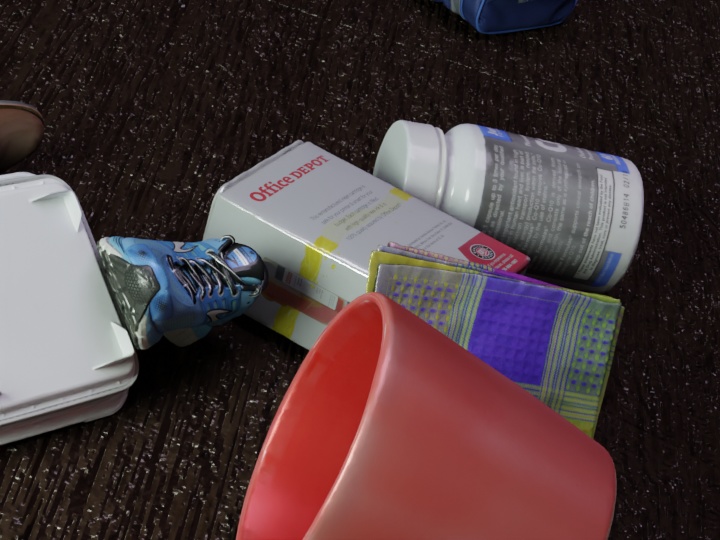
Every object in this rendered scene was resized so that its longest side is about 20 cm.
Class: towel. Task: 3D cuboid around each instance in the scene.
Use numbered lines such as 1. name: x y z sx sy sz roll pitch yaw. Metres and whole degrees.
1. towel: 0.082 0.069 1.624 0.199 0.144 0.023 13 1 -21

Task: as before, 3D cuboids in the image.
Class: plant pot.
1. plant pot: 0.044 0.137 1.429 0.177 0.201 0.201 25 25 -14

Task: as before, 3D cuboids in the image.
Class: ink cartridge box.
1. ink cartridge box: 0.000 0.000 1.735 0.199 0.084 0.145 29 29 16

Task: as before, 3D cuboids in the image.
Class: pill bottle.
1. pill bottle: 0.114 -0.053 1.895 0.199 0.114 0.114 12 28 -16

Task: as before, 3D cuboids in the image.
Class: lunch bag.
1. lunch bag: 0.147 -0.318 2.380 0.132 0.136 0.200 35 31 29

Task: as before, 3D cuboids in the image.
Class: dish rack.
1. dish rack: -0.224 0.020 1.502 0.200 0.043 0.172 -14 82 -51

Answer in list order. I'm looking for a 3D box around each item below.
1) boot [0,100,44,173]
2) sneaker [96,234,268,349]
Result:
1. boot: -0.249 -0.037 1.676 0.186 0.064 0.200 -24 45 -36
2. sneaker: -0.112 0.001 1.586 0.200 0.090 0.079 0 67 -79
